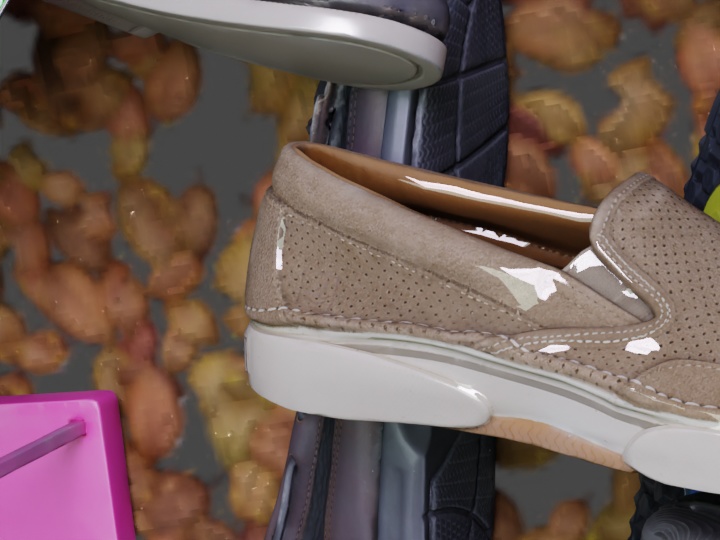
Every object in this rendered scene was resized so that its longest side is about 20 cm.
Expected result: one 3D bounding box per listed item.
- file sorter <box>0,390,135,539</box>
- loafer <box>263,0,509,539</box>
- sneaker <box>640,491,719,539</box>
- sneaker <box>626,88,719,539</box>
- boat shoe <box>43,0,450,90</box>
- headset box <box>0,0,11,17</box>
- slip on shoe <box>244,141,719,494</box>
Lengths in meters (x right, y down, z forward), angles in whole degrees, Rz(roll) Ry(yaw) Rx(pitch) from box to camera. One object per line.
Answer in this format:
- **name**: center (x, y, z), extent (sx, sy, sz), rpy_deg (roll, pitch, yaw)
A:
- **file sorter**: center (-0.143, 0.147, 0.842), extent (0.139, 0.125, 0.201), rpy_deg (-4, 98, 21)
- **loafer**: center (0.000, 0.000, 0.795), extent (0.063, 0.072, 0.201), rpy_deg (6, 105, 24)
- **sneaker**: center (0.143, 0.136, 0.700), extent (0.200, 0.076, 0.116), rpy_deg (24, 108, 14)
- **sneaker**: center (0.117, 0.032, 0.766), extent (0.078, 0.066, 0.201), rpy_deg (7, 97, -7)
- **boat shoe**: center (-0.043, -0.090, 0.758), extent (0.200, 0.073, 0.063), rpy_deg (19, 90, 52)
- **headset box**: center (-0.173, -0.113, 0.756), extent (0.200, 0.093, 0.174), rpy_deg (25, 83, 46)
- **slip on shoe**: center (0.066, 0.009, 0.699), extent (0.199, 0.076, 0.061), rpy_deg (8, 105, 25)
